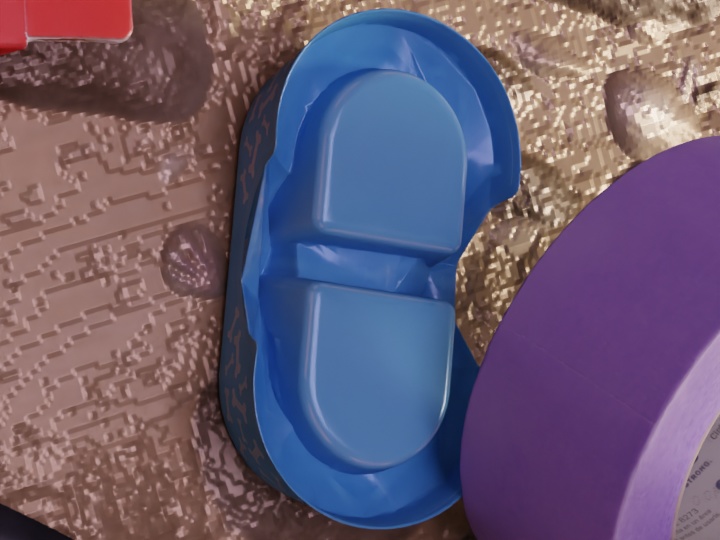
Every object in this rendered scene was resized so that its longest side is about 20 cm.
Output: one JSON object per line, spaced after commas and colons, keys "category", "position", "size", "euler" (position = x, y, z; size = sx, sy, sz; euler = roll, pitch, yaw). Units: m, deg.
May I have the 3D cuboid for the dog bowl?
{"category": "dog bowl", "position": [0.000, 0.000, 1.039], "size": [0.111, 0.050, 0.200], "euler": [9, 82, -30]}

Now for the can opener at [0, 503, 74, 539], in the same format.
{"category": "can opener", "position": [-0.142, 0.103, 0.950], "size": [0.200, 0.079, 0.063], "euler": [22, 36, -30]}

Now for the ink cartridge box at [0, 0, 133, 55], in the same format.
{"category": "ink cartridge box", "position": [-0.184, -0.131, 0.930], "size": [0.200, 0.067, 0.116], "euler": [-2, 87, -31]}

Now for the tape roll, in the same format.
{"category": "tape roll", "position": [0.139, 0.054, 1.042], "size": [0.200, 0.085, 0.200], "euler": [-26, 133, -31]}
